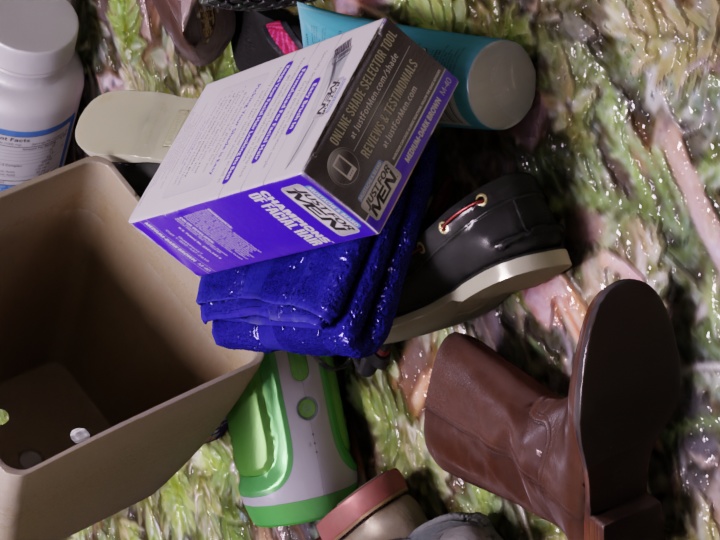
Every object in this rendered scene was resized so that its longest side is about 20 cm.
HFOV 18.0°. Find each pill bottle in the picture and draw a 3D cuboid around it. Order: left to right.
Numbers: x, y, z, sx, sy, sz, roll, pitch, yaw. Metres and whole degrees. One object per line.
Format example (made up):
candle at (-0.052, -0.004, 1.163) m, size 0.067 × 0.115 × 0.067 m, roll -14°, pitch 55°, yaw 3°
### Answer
pill bottle at (-0.284, -0.134, 1.836) m, size 0.112 × 0.112 × 0.200 m, roll 58°, pitch 145°, yaw 30°

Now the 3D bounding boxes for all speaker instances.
speaker at (-0.057, 0.069, 1.548) m, size 0.088 × 0.088 × 0.201 m, roll -5°, pitch 97°, yaw 61°

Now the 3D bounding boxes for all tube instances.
tube at (0.021, -0.116, 1.351) m, size 0.200 × 0.050 × 0.078 m, roll 13°, pitch 108°, yaw 52°

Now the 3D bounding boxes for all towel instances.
towel at (-0.033, -0.022, 1.370) m, size 0.200 × 0.049 × 0.148 m, roll 2°, pitch 75°, yaw 62°

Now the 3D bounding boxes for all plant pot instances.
plant pot at (-0.213, 0.077, 1.525) m, size 0.200 × 0.199 × 0.177 m, roll 49°, pitch 145°, yaw 24°

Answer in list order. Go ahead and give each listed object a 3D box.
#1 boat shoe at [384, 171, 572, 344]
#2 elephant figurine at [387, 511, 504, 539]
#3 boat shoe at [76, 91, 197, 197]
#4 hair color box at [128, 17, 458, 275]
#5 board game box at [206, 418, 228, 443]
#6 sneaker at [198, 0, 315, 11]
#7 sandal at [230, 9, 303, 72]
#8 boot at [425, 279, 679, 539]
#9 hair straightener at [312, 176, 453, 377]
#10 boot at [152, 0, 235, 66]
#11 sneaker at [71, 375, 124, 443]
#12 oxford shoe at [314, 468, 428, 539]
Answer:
boat shoe at (0.050, -0.001, 1.345) m, size 0.201 × 0.073 × 0.063 m, roll -32°, pitch 72°, yaw 55°
elephant figurine at (0.058, 0.262, 1.396) m, size 0.155 × 0.141 × 0.201 m, roll -107°, pitch -8°, yaw -81°
boat shoe at (-0.105, -0.075, 1.554) m, size 0.201 × 0.074 × 0.063 m, roll 13°, pitch 154°, yaw 38°
hair color box at (-0.042, -0.067, 1.306) m, size 0.065 × 0.110 × 0.200 m, roll 37°, pitch 155°, yaw -22°
board game box at (-0.137, 0.013, 1.695) m, size 0.201 × 0.057 × 0.165 m, roll 67°, pitch 151°, yaw 17°
sneaker at (-0.043, -0.226, 1.429) m, size 0.200 × 0.078 × 0.085 m, roll -37°, pitch 62°, yaw 49°
sandal at (-0.046, -0.133, 1.487) m, size 0.200 × 0.045 × 0.075 m, roll 24°, pitch 122°, yaw 55°
boot at (0.097, 0.064, 1.292) m, size 0.200 × 0.064 × 0.187 m, roll 36°, pitch 130°, yaw 56°
hair straightener at (0.000, 0.000, 1.444) m, size 0.077 × 0.041 × 0.200 m, roll 23°, pitch 141°, yaw 4°
boot at (-0.132, -0.260, 1.543) m, size 0.187 × 0.064 × 0.200 m, roll 91°, pitch 161°, yaw -49°
sneaker at (-0.199, 0.077, 1.715) m, size 0.200 × 0.078 × 0.100 m, roll -36°, pitch 64°, yaw 51°
oxford shoe at (-0.004, 0.205, 1.529) m, size 0.075 × 0.070 × 0.200 m, roll 53°, pitch 152°, yaw 12°
